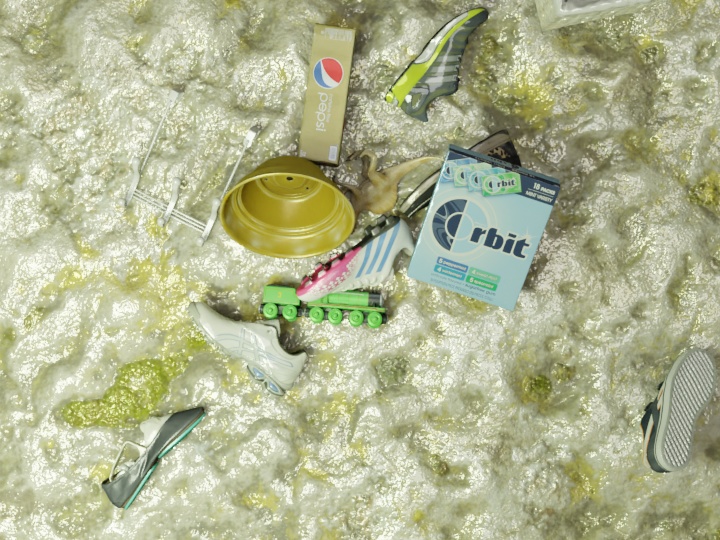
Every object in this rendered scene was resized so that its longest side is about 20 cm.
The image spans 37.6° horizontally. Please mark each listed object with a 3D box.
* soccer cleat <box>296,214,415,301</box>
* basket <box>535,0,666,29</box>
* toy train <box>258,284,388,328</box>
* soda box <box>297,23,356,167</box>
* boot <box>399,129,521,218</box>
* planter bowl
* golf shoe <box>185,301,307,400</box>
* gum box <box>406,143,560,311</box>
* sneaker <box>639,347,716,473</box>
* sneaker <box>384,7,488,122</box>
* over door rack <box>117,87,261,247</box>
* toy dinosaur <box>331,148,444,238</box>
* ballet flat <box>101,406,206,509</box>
[{"bbox_3d":[0.000,0.000,1.578,0.199,0.070,0.087,-37,104,-10],"label":"soccer cleat"},{"bbox_3d":[0.349,-0.466,1.534,0.196,0.161,0.203,-11,91,0],"label":"basket"},{"bbox_3d":[-0.055,0.053,1.605,0.197,0.042,0.057,4,81,0],"label":"toy train"},{"bbox_3d":[-0.050,-0.260,1.582,0.063,0.068,0.203,8,92,0],"label":"soda box"},{"bbox_3d":[0.173,-0.099,1.588,0.199,0.073,0.151,-34,91,-5],"label":"boot"},{"bbox_3d":[-0.105,-0.108,1.556,0.197,0.201,0.084,2,55,0],"label":"planter bowl"},{"bbox_3d":[-0.168,0.098,1.588,0.200,0.078,0.097,41,92,-11],"label":"golf shoe"},{"bbox_3d":[0.176,-0.061,1.538,0.168,0.045,0.202,18,112,0],"label":"gum box"},{"bbox_3d":[0.471,0.210,1.598,0.078,0.079,0.201,31,66,-7],"label":"sneaker"},{"bbox_3d":[0.126,-0.309,1.588,0.081,0.074,0.200,41,98,-8],"label":"sneaker"},{"bbox_3d":[-0.259,-0.157,1.584,0.146,0.067,0.202,26,91,-2],"label":"over door rack"},{"bbox_3d":[0.024,-0.137,1.601,0.200,0.058,0.101,-40,106,8],"label":"toy dinosaur"},{"bbox_3d":[-0.319,0.268,1.594,0.073,0.073,0.200,40,93,-1],"label":"ballet flat"}]
